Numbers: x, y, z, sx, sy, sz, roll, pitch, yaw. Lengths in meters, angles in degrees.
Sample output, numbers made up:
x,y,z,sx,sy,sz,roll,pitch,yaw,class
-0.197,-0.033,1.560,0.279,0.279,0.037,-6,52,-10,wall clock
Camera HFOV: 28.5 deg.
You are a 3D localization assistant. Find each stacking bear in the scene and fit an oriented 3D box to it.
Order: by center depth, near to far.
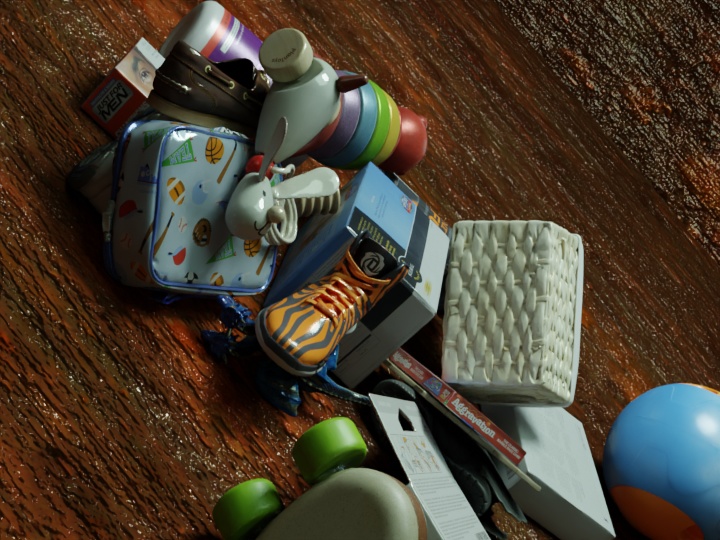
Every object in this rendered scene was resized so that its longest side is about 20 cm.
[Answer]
x,y,z,sx,sy,sz,roll,pitch,yaw,class
-0.004,-0.162,1.585,0.113,0.123,0.199,21,6,42,stacking bear

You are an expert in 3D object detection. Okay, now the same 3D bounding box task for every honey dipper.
x,y,z,sx,sy,sz,roll,pitch,yaw,class
-0.117,-0.067,1.416,0.198,0.038,0.038,-5,49,-24,honey dipper

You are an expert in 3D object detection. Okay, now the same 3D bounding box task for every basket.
x,y,z,sx,sy,sz,roll,pitch,yaw,class
0.167,0.045,1.587,0.123,0.134,0.202,30,63,-63,basket

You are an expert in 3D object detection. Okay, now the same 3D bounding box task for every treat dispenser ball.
x,y,z,sx,sy,sz,roll,pitch,yaw,class
0.403,0.242,1.771,0.201,0.201,0.201,40,23,-21,treat dispenser ball

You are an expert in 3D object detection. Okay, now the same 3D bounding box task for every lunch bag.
x,y,z,sx,sy,sz,roll,pitch,yaw,class
-0.153,-0.049,1.299,0.199,0.075,0.162,7,89,-57,lunch bag

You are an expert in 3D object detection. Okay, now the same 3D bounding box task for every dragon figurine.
x,y,z,sx,sy,sz,roll,pitch,yaw,class
-0.061,0.093,1.325,0.200,0.059,0.100,42,24,-5,dragon figurine

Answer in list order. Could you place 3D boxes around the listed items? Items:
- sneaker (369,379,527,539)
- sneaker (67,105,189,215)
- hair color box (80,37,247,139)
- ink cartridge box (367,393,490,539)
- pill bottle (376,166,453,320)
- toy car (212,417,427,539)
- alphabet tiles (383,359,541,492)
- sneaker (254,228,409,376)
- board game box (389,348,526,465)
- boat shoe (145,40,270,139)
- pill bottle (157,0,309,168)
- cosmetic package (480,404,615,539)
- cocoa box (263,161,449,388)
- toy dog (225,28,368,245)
x,y,z,sx,sy,sz,roll,pitch,yaw,class
0.090,0.194,1.454,0.200,0.060,0.104,50,13,12,sneaker
-0.194,-0.108,1.360,0.200,0.074,0.087,-47,112,-38,sneaker
-0.185,-0.139,1.478,0.200,0.064,0.111,42,23,-13,hair color box
0.055,0.204,1.301,0.177,0.045,0.200,60,9,14,ink cartridge box
0.062,-0.023,1.695,0.200,0.106,0.106,43,22,-14,pill bottle
0.005,0.234,1.122,0.165,0.157,0.200,58,12,27,toy car
0.093,0.151,1.501,0.200,0.008,0.167,41,-2,-14,alphabet tiles
-0.023,0.019,1.294,0.077,0.112,0.200,42,24,1,sneaker
0.096,0.136,1.469,0.103,0.019,0.200,39,-2,-19,board game box
-0.117,-0.165,1.336,0.070,0.071,0.200,29,10,27,boat shoe
-0.133,-0.205,1.620,0.200,0.112,0.113,39,23,-22,pill bottle
0.213,0.217,1.654,0.150,0.052,0.201,36,24,-24,cosmetic package
0.000,0.000,1.499,0.131,0.133,0.200,43,22,-11,cocoa box
-0.051,-0.120,1.294,0.132,0.096,0.202,19,75,-61,toy dog
